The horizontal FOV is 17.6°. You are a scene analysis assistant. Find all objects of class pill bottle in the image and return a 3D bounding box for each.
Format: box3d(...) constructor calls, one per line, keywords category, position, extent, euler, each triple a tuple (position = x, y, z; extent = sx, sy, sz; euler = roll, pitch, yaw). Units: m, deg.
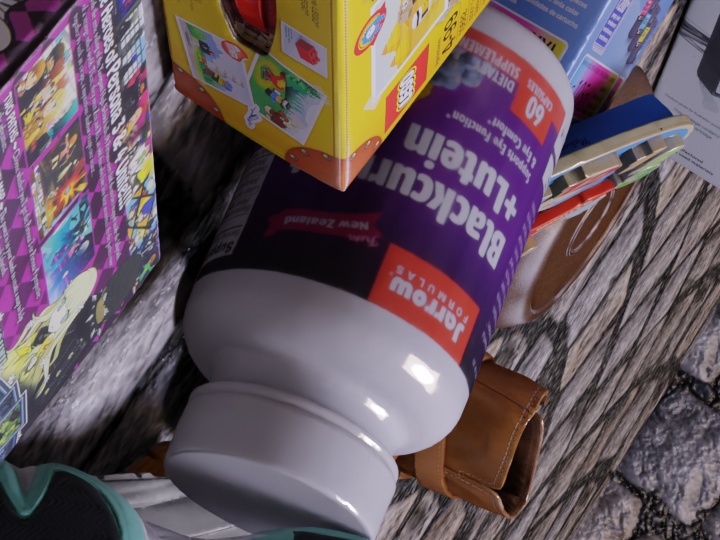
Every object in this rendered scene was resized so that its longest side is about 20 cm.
box3d(category="pill bottle", position=(0.000, 0.000, 0.880), extent=(0.111, 0.111, 0.200), euler=(91, 19, -65))

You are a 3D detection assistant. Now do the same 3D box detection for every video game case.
box3d(category="video game case", position=(-0.127, 0.007, 0.696), extent=(0.181, 0.036, 0.200), euler=(-52, 165, -23))

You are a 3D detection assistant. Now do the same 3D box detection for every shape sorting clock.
box3d(category="shape sorting clock", position=(0.071, -0.025, 1.133), extent=(0.200, 0.039, 0.200), euler=(-27, 171, -5))

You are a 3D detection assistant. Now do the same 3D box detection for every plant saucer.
box3d(category="plant saucer", position=(0.140, -0.040, 1.525), extent=(0.200, 0.032, 0.200), euler=(-51, 166, -18))

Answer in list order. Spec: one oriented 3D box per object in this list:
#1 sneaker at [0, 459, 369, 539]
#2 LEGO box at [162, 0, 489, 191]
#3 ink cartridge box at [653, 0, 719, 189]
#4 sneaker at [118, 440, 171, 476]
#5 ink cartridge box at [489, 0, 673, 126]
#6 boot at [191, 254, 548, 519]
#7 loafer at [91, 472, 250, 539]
box3d(category="sneaker", position=(-0.089, 0.141, 0.845), extent=(0.140, 0.200, 0.078), euler=(119, -17, -51))
box3d(category="LEGO box", position=(0.005, -0.141, 0.748), extent=(0.149, 0.077, 0.200), euler=(-54, 166, -20))
box3d(category="ink cartridge box", position=(0.287, -0.178, 1.647), extent=(0.144, 0.084, 0.200), euler=(-46, 163, -39))
box3d(category="sneaker", position=(-0.112, 0.157, 0.992), extent=(0.200, 0.077, 0.078), euler=(-47, 165, -32))
box3d(category="ink cartridge box", position=(0.120, -0.171, 1.100), extent=(0.200, 0.076, 0.136), euler=(-61, 166, 7))
box3d(category="boot", position=(0.007, 0.062, 1.024), extent=(0.077, 0.155, 0.200), euler=(-60, 168, -28))
box3d(category="loafer", position=(-0.070, 0.116, 0.952), extent=(0.200, 0.070, 0.070), euler=(1, 83, -48))
